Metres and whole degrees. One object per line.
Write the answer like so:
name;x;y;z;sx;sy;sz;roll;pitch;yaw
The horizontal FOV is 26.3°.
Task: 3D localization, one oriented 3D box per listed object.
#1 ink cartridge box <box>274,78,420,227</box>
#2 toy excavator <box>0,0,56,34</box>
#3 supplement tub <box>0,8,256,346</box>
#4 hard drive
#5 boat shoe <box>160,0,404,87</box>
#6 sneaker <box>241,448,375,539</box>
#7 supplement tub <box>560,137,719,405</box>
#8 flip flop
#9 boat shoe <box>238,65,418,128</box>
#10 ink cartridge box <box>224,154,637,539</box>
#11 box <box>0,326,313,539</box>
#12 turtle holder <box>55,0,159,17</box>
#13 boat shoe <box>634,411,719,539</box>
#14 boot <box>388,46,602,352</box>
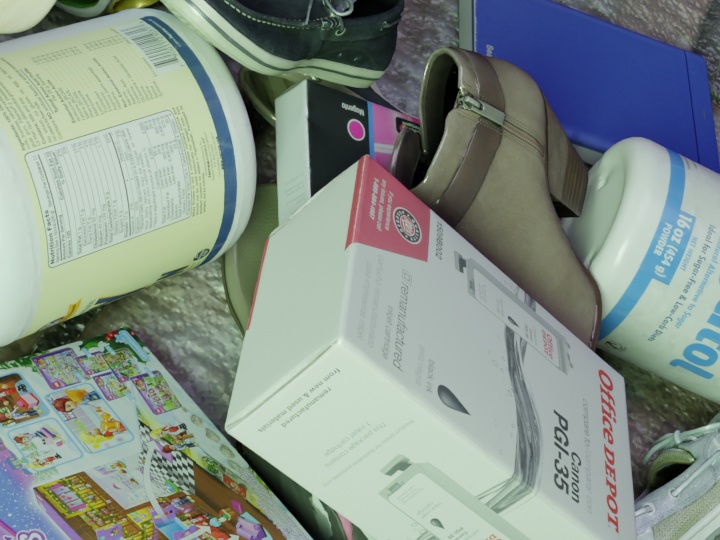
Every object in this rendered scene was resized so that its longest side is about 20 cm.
ink cartridge box;0.000;0.000;0.852;0.094;0.037;0.202;15;64;-37
toy excavator;-0.147;-0.184;0.835;0.193;0.202;0.100;24;4;-30
supplement tub;-0.168;-0.046;0.794;0.199;0.145;0.146;-23;70;-38
hard drive;0.165;-0.133;1.116;0.198;0.025;0.133;16;51;-17
boat shoe;-0.038;-0.143;0.836;0.075;0.063;0.199;41;20;24
sneaker;0.026;0.158;0.777;0.086;0.080;0.202;-26;91;-44
supplement tub;0.227;0.013;0.972;0.198;0.132;0.133;24;49;-9
flip flop;-0.035;0.033;0.867;0.080;0.058;0.202;13;52;-20
boat shoe;0.011;-0.072;0.955;0.200;0.071;0.062;43;37;9
ink cartridge box;0.041;0.063;0.755;0.200;0.083;0.147;39;32;-22
box;-0.121;0.113;0.729;0.136;0.039;0.200;-15;43;-35
turtle holder;-0.147;-0.217;0.955;0.186;0.140;0.133;50;54;-36
boat shoe;0.176;0.135;0.897;0.065;0.074;0.202;47;56;4
boot;0.072;-0.021;0.872;0.146;0.070;0.202;28;59;-43
